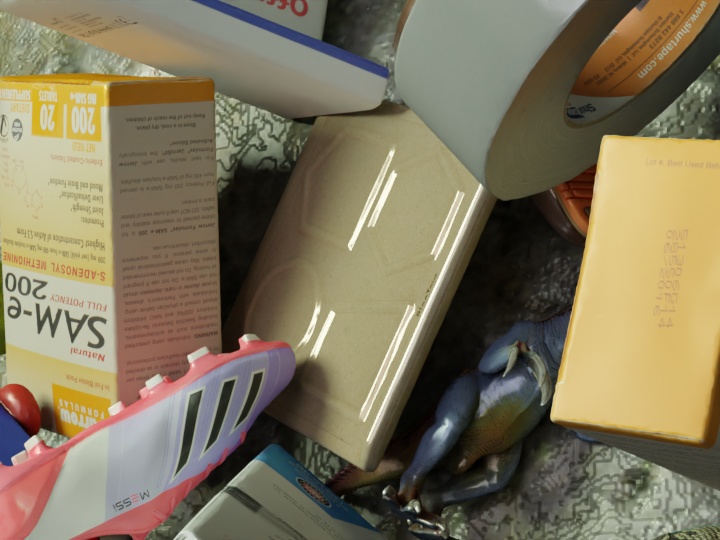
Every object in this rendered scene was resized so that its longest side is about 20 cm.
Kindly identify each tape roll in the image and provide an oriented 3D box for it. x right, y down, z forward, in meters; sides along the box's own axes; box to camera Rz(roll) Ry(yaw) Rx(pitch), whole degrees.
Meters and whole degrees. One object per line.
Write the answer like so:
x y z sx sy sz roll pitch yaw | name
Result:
0.111 -0.125 0.805 0.200 0.200 0.066 -45 70 11 | tape roll

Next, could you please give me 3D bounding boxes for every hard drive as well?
-0.100 -0.130 0.967 0.132 0.199 0.025 4 77 63 | hard drive

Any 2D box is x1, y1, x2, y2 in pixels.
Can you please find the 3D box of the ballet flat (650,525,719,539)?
0.186 0.208 0.806 0.075 0.068 0.201 -19 63 8 | ballet flat

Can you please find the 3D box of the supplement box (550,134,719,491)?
0.168 0.029 0.784 0.073 0.200 0.127 5 77 35 | supplement box

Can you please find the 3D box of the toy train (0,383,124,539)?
-0.177 0.160 0.946 0.200 0.084 0.116 40 134 34 | toy train

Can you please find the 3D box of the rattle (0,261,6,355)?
-0.260 -0.052 1.077 0.130 0.200 0.143 -37 33 -15 | rattle

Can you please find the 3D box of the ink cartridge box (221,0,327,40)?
-0.087 -0.239 1.043 0.085 0.147 0.201 -4 73 52 | ink cartridge box

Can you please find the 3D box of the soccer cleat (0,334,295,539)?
-0.107 0.098 0.893 0.077 0.200 0.067 60 146 5 | soccer cleat

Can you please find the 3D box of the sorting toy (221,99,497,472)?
0.000 0.000 0.960 0.200 0.036 0.186 23 88 58 | sorting toy

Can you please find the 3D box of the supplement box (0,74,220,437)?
-0.143 -0.009 0.995 0.126 0.073 0.201 8 102 50 | supplement box

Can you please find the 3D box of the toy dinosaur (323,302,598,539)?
0.072 0.051 0.904 0.200 0.105 0.182 17 70 41 | toy dinosaur

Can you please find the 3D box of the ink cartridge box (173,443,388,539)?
-0.031 0.175 0.835 0.145 0.200 0.084 41 99 3 | ink cartridge box

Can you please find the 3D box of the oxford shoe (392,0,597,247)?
0.080 -0.080 0.961 0.073 0.071 0.200 -51 51 33 | oxford shoe
